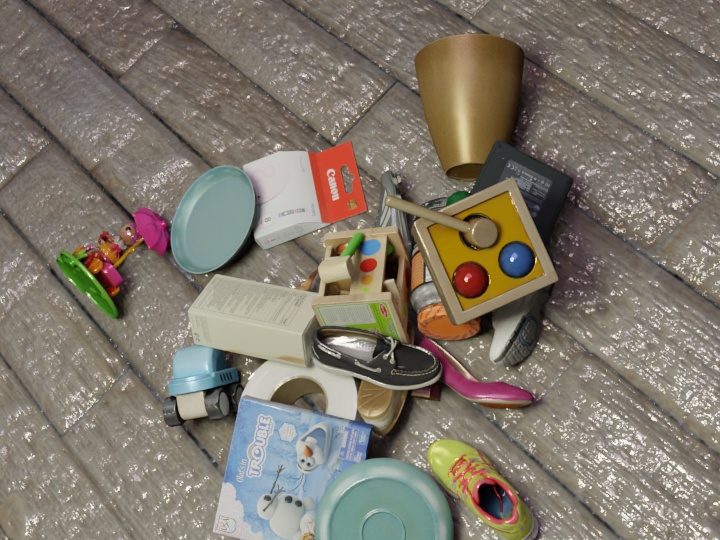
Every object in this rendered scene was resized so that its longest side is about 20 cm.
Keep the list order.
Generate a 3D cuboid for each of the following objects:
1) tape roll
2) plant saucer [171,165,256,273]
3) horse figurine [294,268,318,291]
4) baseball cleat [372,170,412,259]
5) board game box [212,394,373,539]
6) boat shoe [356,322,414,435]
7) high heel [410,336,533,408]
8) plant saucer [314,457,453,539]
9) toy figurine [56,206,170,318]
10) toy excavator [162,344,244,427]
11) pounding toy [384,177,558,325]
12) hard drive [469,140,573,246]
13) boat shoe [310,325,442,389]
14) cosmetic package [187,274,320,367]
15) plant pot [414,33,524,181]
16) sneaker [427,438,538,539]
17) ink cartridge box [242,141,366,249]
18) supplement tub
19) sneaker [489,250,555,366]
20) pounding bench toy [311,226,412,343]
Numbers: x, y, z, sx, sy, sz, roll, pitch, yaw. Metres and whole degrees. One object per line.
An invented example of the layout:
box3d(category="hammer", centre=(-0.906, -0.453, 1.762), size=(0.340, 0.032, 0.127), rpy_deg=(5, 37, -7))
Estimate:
box3d(category="tape roll", centre=(-0.088, 0.224, 1.583), size=(0.200, 0.071, 0.205), rpy_deg=(-9, 61, 16))
box3d(category="plant saucer", centre=(-0.254, -0.087, 1.799), size=(0.198, 0.027, 0.203), rpy_deg=(-16, 62, 33))
box3d(category="horse figurine", centre=(-0.069, 0.072, 1.669), size=(0.132, 0.050, 0.201), rpy_deg=(-31, 55, -4))
box3d(category="baseball cleat", centre=(0.035, -0.074, 1.695), size=(0.105, 0.070, 0.202), rpy_deg=(-17, 58, 11))
box3d(category="board game box", centre=(-0.098, 0.302, 1.482), size=(0.196, 0.043, 0.203), rpy_deg=(12, 91, 6))
box3d(category="boat shoe", centre=(0.042, 0.165, 1.567), size=(0.073, 0.070, 0.201), rpy_deg=(1, 43, 22))
box3d(category="high heel", centre=(0.169, 0.152, 1.528), size=(0.198, 0.067, 0.097), rpy_deg=(1, 73, 35))
box3d(category="plant saucer", centre=(0.032, 0.367, 1.433), size=(0.197, 0.027, 0.203), rpy_deg=(0, 88, 4))
box3d(category="toy figurine", centre=(-0.431, -0.035, 1.838), size=(0.184, 0.151, 0.199), rpy_deg=(-43, 31, -21))
box3d(category="toy excavator", centre=(-0.250, 0.138, 1.662), size=(0.099, 0.194, 0.203), rpy_deg=(-9, 88, 16))
box3d(category="pounding toy", centre=(0.152, -0.039, 1.434), size=(0.182, 0.142, 0.202), rpy_deg=(-24, 87, -1))
box3d(category="hard drive", centre=(0.231, -0.091, 1.563), size=(0.138, 0.033, 0.201), rpy_deg=(27, 61, 2))
box3d(category="boat shoe", centre=(0.023, 0.122, 1.508), size=(0.198, 0.061, 0.074), rpy_deg=(11, 49, 13))
box3d(category="cosmetic package", centre=(-0.157, 0.077, 1.596), size=(0.198, 0.072, 0.105), rpy_deg=(11, 40, 20))
box3d(category="plant pot", centre=(0.181, -0.258, 1.689), size=(0.184, 0.186, 0.203), rpy_deg=(-4, 76, 18))
box3d(category="sneaker", centre=(0.167, 0.299, 1.435), size=(0.199, 0.090, 0.078), rpy_deg=(37, 81, 33))
box3d(category="ink cartridge box", centre=(-0.102, -0.145, 1.798), size=(0.198, 0.057, 0.164), rpy_deg=(-22, 57, 14))
box3d(category="supplement tub", centre=(0.139, -0.002, 1.587), size=(0.121, 0.123, 0.202), rpy_deg=(-5, 62, 18))
box3d(category="sneaker", centre=(0.234, 0.058, 1.559), size=(0.086, 0.075, 0.201), rpy_deg=(7, 57, 31))
box3d(category="pounding bench toy", centre=(0.000, 0.000, 1.542), size=(0.123, 0.201, 0.157), rpy_deg=(-5, 51, 16))
